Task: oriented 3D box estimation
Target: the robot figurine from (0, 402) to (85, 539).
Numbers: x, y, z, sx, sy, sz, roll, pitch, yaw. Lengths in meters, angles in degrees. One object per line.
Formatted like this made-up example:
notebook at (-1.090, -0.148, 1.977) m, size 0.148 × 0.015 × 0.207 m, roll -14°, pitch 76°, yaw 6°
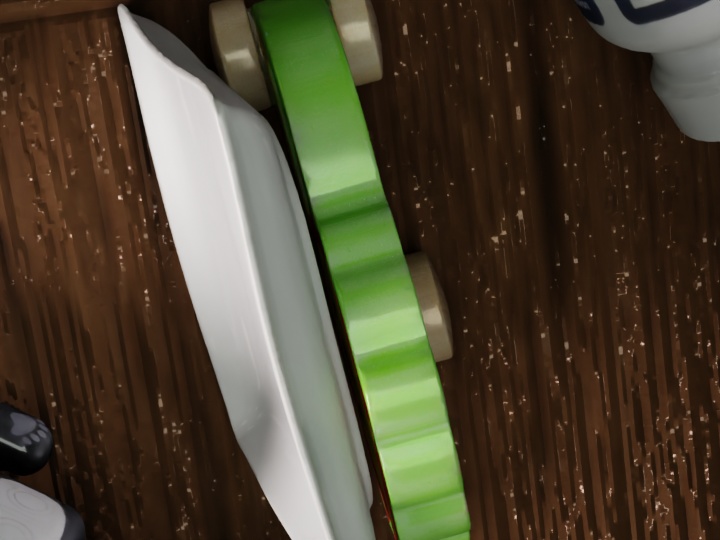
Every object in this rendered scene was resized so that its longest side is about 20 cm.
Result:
robot figurine at (-0.189, 0.128, 0.882) m, size 0.200 × 0.150 × 0.125 m, roll 24°, pitch 115°, yaw 0°

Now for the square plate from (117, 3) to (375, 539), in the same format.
square plate at (-0.041, 0.006, 0.828) m, size 0.028 × 0.198 × 0.201 m, roll -17°, pitch 109°, yaw -10°

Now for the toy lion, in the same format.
toy lion at (0.000, 0.000, 0.830) m, size 0.068 × 0.192 × 0.201 m, roll -15°, pitch 109°, yaw -2°

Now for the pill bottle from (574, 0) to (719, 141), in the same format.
pill bottle at (0.115, -0.155, 0.829) m, size 0.116 × 0.116 × 0.200 m, roll -31°, pitch 113°, yaw 5°
